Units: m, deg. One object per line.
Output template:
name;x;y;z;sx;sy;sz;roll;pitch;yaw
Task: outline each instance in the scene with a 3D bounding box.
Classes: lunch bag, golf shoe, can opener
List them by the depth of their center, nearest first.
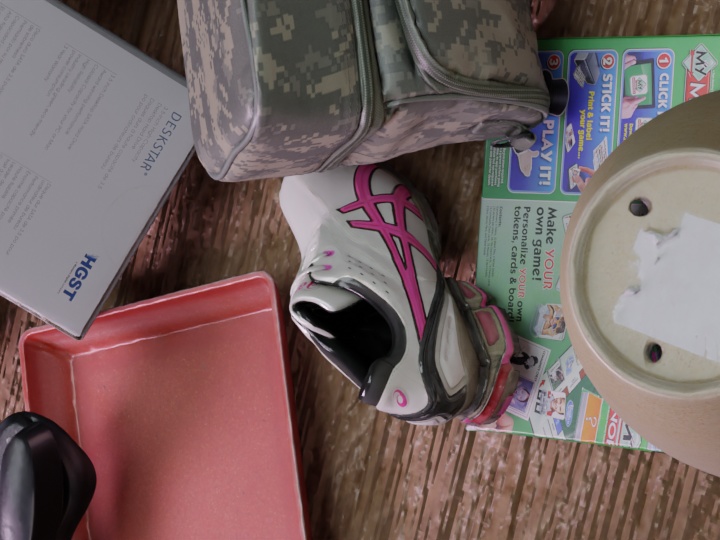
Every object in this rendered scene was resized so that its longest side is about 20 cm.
lunch bag;0.002;-0.151;0.923;0.139;0.167;0.201;145;118;-70
golf shoe;0.000;0.000;0.967;0.200;0.092;0.073;52;128;44
can opener;-0.194;0.179;1.091;0.063;0.079;0.201;13;104;28

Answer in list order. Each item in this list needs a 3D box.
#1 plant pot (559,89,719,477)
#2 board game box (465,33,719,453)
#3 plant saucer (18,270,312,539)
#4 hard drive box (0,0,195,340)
plant pot;0.158;0.004;0.782;0.186;0.200;0.188;-1;89;22
board game box;0.120;-0.014;0.937;0.134;0.029;0.201;4;90;35
plant saucer;-0.105;0.116;1.088;0.199;0.037;0.201;-14;80;35
hard drive box;-0.200;-0.080;1.056;0.200;0.077;0.156;32;90;-8
